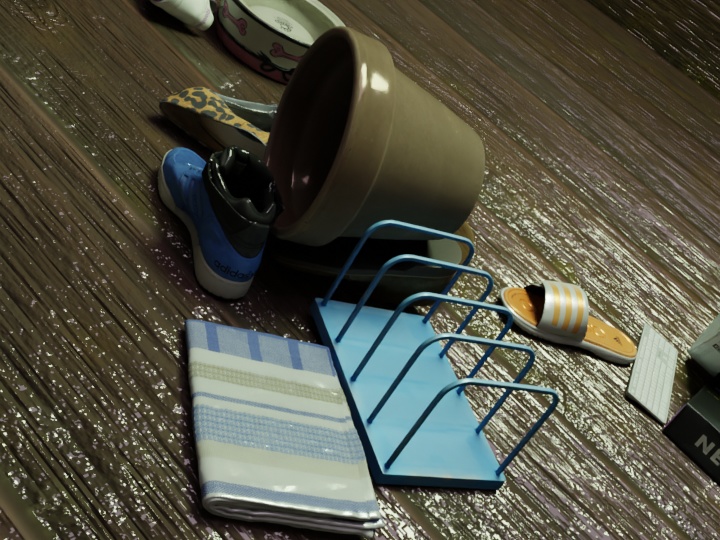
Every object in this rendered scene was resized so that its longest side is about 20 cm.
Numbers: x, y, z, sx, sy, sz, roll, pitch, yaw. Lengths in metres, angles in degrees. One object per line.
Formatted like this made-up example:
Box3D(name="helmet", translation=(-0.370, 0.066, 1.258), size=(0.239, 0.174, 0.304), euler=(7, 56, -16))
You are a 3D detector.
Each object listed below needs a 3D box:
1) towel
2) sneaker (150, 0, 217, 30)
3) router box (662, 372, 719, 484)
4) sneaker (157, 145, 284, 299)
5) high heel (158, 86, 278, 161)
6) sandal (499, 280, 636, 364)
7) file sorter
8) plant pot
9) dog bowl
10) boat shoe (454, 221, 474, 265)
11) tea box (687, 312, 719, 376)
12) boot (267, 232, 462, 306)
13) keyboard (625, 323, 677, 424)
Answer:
Box3D(name="towel", translation=(-0.067, 0.120, 0.771), size=(0.144, 0.024, 0.202), euler=(15, 32, -25))
Box3D(name="sneaker", translation=(-0.250, -0.390, 1.337), size=(0.099, 0.075, 0.202), euler=(34, 23, -39))
Box3D(name="router box", translation=(0.456, 0.214, 1.110), size=(0.200, 0.052, 0.148), euler=(45, 33, 21))
Box3D(name="sneaker", translation=(-0.130, -0.080, 0.920), size=(0.076, 0.112, 0.201), euler=(11, 35, -32))
Box3D(name="high heel", translation=(-0.139, -0.122, 1.038), size=(0.140, 0.072, 0.202), euler=(5, 40, -22))
Box3D(name="sandal", translation=(0.256, 0.048, 1.157), size=(0.203, 0.060, 0.080), euler=(19, 31, -23))
Box3D(name="file sorter", translation=(0.065, 0.071, 0.864), size=(0.137, 0.124, 0.202), euler=(11, 37, -34))
Box3D(name="plant pot", translation=(0.019, -0.104, 0.934), size=(0.172, 0.202, 0.202), euler=(17, 32, -27))
Box3D(name="dog bowl", translation=(-0.113, -0.334, 1.363), size=(0.197, 0.074, 0.202), euler=(25, 30, -15))
Box3D(name="boat shoe", translation=(0.024, -0.044, 1.053), size=(0.196, 0.074, 0.072), euler=(7, -3, -15))
Box3D(name="tea box", translation=(0.525, 0.104, 1.171), size=(0.196, 0.134, 0.200), euler=(42, -4, 14))
Box3D(name="boot", translation=(0.000, 0.000, 0.985), size=(0.196, 0.076, 0.075), euler=(7, 44, -13))
Box3D(name="keyboard", translation=(0.360, 0.122, 1.199), size=(0.056, 0.011, 0.200), euler=(36, 29, 6))
